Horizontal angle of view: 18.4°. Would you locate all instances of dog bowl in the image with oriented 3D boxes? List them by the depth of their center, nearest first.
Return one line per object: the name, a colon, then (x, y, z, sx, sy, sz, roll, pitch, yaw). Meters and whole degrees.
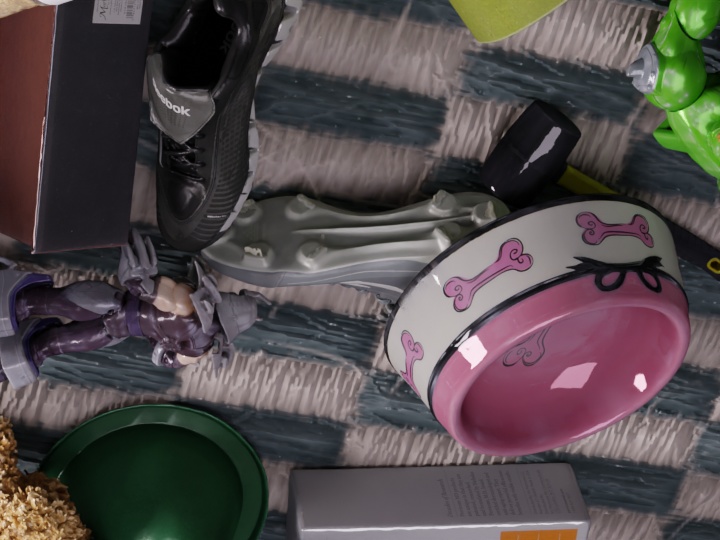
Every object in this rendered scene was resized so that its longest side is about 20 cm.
dog bowl: (0.120, 0.043, 1.414, 0.200, 0.074, 0.200, -17, 147, -11)

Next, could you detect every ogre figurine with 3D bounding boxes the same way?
ogre figurine: (0.246, -0.111, 1.382, 0.120, 0.098, 0.200, -43, 135, -4)

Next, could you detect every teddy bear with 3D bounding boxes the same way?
teddy bear: (-0.221, 0.172, 1.436, 0.145, 0.067, 0.200, -11, 115, 47)

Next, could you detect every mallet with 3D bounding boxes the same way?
mallet: (0.173, -0.049, 1.440, 0.200, 0.041, 0.066, 20, 113, -25)

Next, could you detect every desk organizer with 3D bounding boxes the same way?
desk organizer: (-0.178, -0.118, 1.312, 0.072, 0.077, 0.201, -7, 110, -44)

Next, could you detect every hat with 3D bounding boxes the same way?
hat: (-0.129, 0.196, 1.448, 0.165, 0.176, 0.200, 23, 114, -21)

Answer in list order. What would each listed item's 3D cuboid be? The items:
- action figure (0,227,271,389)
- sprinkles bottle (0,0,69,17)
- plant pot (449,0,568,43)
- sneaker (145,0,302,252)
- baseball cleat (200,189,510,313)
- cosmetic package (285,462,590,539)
action figure: (-0.155, 0.025, 1.395, 0.199, 0.070, 0.130, -3, 140, 4)
sprinkles bottle: (-0.238, -0.163, 1.240, 0.200, 0.068, 0.068, -13, 125, 27)
plant pot: (0.067, -0.261, 1.223, 0.187, 0.187, 0.200, -40, 105, 15)
sneaker: (-0.097, -0.098, 1.324, 0.066, 0.090, 0.200, 29, 116, 21)
baseball cleat: (0.000, 0.000, 1.418, 0.199, 0.070, 0.107, -1, 141, 5)
cosmetic package: (0.051, 0.194, 1.540, 0.199, 0.071, 0.102, -1, 121, -8)
